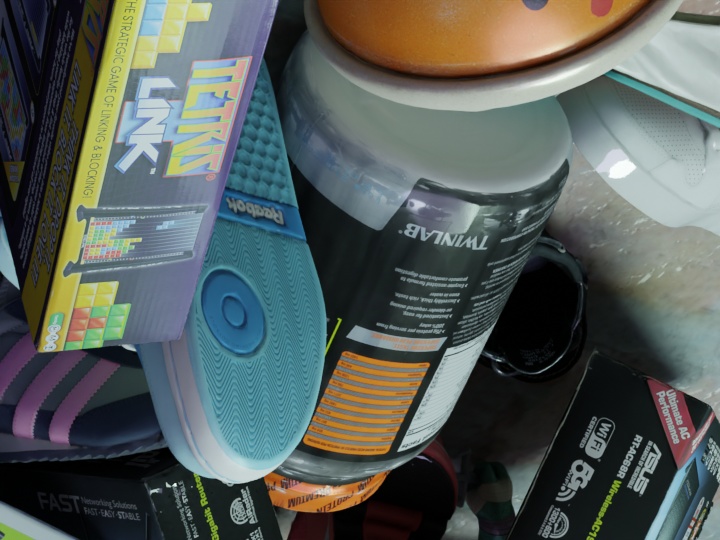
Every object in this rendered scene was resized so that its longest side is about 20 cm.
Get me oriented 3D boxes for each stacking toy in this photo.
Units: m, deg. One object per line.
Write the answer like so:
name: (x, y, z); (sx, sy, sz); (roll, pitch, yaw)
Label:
stacking toy: (0.032, -0.168, 0.813); (0.145, 0.146, 0.201); (-19, 130, -2)

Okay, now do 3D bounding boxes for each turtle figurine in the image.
turtle figurine: (0.037, 0.183, 1.318); (0.149, 0.101, 0.200); (-28, 151, 11)

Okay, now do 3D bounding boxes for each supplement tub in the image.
supplement tub: (0.000, 0.000, 0.994); (0.122, 0.123, 0.201); (0, 135, -28)

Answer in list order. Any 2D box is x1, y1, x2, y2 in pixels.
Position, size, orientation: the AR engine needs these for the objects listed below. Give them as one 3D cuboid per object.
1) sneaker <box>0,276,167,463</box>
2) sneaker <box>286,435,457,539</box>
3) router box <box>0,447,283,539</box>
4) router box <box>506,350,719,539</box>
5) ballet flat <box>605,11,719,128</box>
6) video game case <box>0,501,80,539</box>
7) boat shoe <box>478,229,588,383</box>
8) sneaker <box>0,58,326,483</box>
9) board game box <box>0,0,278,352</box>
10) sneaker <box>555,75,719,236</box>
sneaker: (-0.113, 0.033, 0.970); (0.199, 0.083, 0.070); (-6, -175, 31)
sneaker: (-0.004, 0.140, 1.227); (0.073, 0.087, 0.201); (18, 125, -15)
router box: (-0.109, 0.141, 1.045); (0.062, 0.151, 0.199); (-27, -163, -39)
router box: (0.122, 0.133, 1.184); (0.151, 0.062, 0.200); (-64, 164, -3)
ballet flat: (0.093, -0.107, 0.944); (0.199, 0.070, 0.070); (17, 137, -7)
video game case: (-0.230, 0.108, 0.989); (0.181, 0.046, 0.199); (33, 153, -32)
boat shoe: (0.073, 0.015, 1.120); (0.074, 0.066, 0.200); (-22, 147, -1)
sneaker: (-0.087, 0.004, 0.910); (0.130, 0.201, 0.079); (-28, 145, 33)
board game box: (-0.084, -0.099, 0.788); (0.056, 0.166, 0.201); (-5, 144, -21)
sneaker: (0.175, -0.073, 1.054); (0.115, 0.074, 0.199); (-40, 152, 24)
